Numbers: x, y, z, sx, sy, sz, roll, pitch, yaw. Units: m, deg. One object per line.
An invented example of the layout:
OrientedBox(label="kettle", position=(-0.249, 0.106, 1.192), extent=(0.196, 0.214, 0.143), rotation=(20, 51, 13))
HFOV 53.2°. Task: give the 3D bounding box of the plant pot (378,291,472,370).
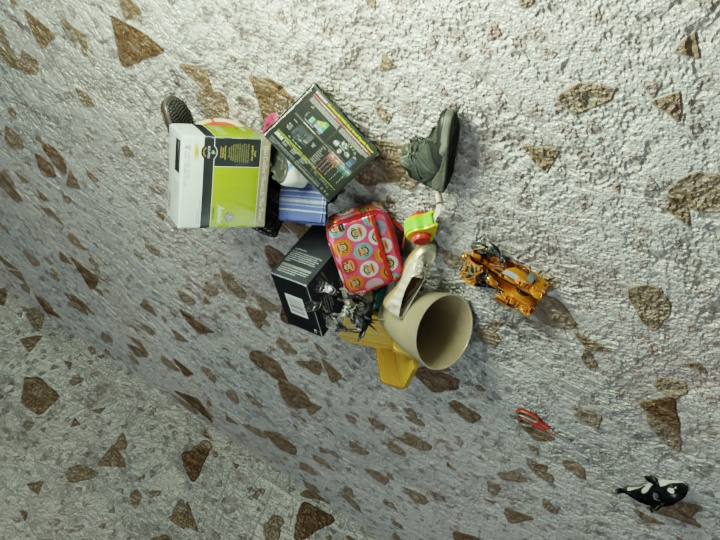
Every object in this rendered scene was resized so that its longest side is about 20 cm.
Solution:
OrientedBox(label="plant pot", position=(0.140, 0.126, 1.777), extent=(0.200, 0.187, 0.188), rotation=(19, 145, 50))

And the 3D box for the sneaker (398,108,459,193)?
OrientedBox(label="sneaker", position=(0.131, -0.242, 1.407), extent=(0.114, 0.076, 0.200), rotation=(21, 149, 11))

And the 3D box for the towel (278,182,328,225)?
OrientedBox(label="towel", position=(-0.123, -0.205, 1.621), extent=(0.145, 0.024, 0.201), rotation=(8, 94, 37))

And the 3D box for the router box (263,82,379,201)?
OrientedBox(label="router box", position=(-0.081, -0.268, 1.501), extent=(0.150, 0.062, 0.200), rotation=(-42, 104, 11))

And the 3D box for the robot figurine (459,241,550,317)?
OrientedBox(label="robot figurine", position=(0.306, 0.017, 1.579), extent=(0.200, 0.058, 0.145), rotation=(29, 145, 10))

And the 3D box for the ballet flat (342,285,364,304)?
OrientedBox(label="ballet flat", position=(0.000, 0.000, 1.781), extent=(0.067, 0.068, 0.200), rotation=(47, 140, 47))

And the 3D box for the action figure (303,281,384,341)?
OrientedBox(label="action figure", position=(-0.037, 0.094, 1.743), extent=(0.200, 0.119, 0.102), rotation=(30, 172, -37))

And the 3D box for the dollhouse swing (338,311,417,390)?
OrientedBox(label="dollhouse swing", position=(0.044, 0.213, 1.941), extent=(0.175, 0.182, 0.200), rotation=(0, 147, -13))

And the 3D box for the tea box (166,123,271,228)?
OrientedBox(label="tea box", position=(-0.310, -0.206, 1.565), extent=(0.134, 0.196, 0.200), rotation=(-138, 52, -57))

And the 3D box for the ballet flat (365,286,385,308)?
OrientedBox(label="ballet flat", position=(0.037, 0.028, 1.831), extent=(0.065, 0.070, 0.200), rotation=(44, 145, 18))

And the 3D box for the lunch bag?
OrientedBox(label="lunch bag", position=(0.022, -0.056, 1.673), extent=(0.176, 0.082, 0.200), rotation=(-18, 119, 1))

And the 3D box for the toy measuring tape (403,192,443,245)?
OrientedBox(label="toy measuring tape", position=(0.131, -0.108, 1.553), extent=(0.073, 0.074, 0.200), rotation=(30, 159, 10))

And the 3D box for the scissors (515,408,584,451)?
OrientedBox(label="scissors", position=(0.511, 0.430, 1.937), extent=(0.200, 0.014, 0.073), rotation=(23, 142, 22))

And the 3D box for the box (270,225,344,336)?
OrientedBox(label="box", position=(-0.107, 0.023, 1.826), extent=(0.117, 0.200, 0.197), rotation=(19, 143, 28))

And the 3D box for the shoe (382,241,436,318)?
OrientedBox(label="shoe", position=(0.125, 0.024, 1.672), extent=(0.200, 0.070, 0.053), rotation=(-59, 43, 21))

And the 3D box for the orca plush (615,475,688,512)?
OrientedBox(label="orca plush", position=(0.751, 0.589, 1.863), extent=(0.200, 0.071, 0.105), rotation=(-12, 124, 49))

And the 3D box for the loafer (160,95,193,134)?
OrientedBox(label="loafer", position=(-0.459, -0.349, 1.806), extent=(0.071, 0.073, 0.200), rotation=(14, 140, 28))

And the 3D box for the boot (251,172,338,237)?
OrientedBox(label="boot", position=(-0.169, -0.150, 1.705), extent=(0.211, 0.158, 0.079), rotation=(13, 152, 33))

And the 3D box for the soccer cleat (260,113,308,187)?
OrientedBox(label="soccer cleat", position=(-0.167, -0.262, 1.599), extent=(0.086, 0.200, 0.070), rotation=(13, 139, -39))

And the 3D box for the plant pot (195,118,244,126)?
OrientedBox(label="plant pot", position=(-0.339, -0.253, 1.726), extent=(0.200, 0.200, 0.178), rotation=(26, 135, 15))
